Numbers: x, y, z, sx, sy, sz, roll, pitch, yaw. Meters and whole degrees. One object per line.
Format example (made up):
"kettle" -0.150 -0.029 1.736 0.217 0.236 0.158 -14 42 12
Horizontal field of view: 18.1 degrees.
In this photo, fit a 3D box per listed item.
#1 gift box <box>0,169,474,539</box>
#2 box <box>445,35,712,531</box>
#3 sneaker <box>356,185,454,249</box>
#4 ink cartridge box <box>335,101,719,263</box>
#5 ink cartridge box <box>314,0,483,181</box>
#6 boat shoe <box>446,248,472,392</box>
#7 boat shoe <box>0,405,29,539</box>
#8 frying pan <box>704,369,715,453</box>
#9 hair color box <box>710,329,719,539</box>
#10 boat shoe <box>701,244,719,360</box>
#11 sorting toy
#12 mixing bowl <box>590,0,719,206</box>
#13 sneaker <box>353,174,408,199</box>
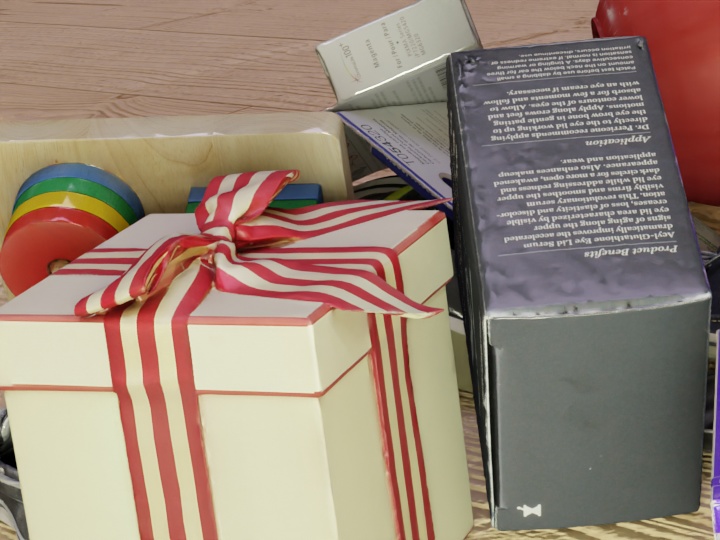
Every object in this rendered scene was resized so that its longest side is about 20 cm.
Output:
"gift box" -0.039 0.058 1.034 0.199 0.187 0.185 -3 17 19
"box" 0.102 0.004 1.101 0.104 0.148 0.200 -5 44 -1
"sneaker" -0.025 0.014 1.356 0.200 0.074 0.081 -34 20 -31
"ink cartridge box" 0.104 -0.033 1.330 0.200 0.043 0.196 -10 43 -48
"ink cartridge box" -0.002 -0.099 1.397 0.173 0.044 0.200 -22 -11 5
"boat shoe" -0.001 0.001 1.271 0.201 0.074 0.063 23 56 -4
"boat shoe" -0.165 0.098 1.164 0.072 0.068 0.200 -11 16 -12
"frying pan" 0.173 0.074 1.154 0.189 0.031 0.115 -8 14 7
"hair color box" 0.178 0.102 0.918 0.065 0.110 0.200 -5 16 13
"boat shoe" 0.220 0.009 1.275 0.074 0.062 0.200 6 16 36
"sorting toy" -0.099 0.018 1.207 0.198 0.200 0.070 -1 42 9
"mixing bowl" 0.201 -0.118 1.351 0.108 0.201 0.200 -15 16 2
"sneaker" 0.044 -0.012 1.431 0.200 0.076 0.115 -1 15 13
